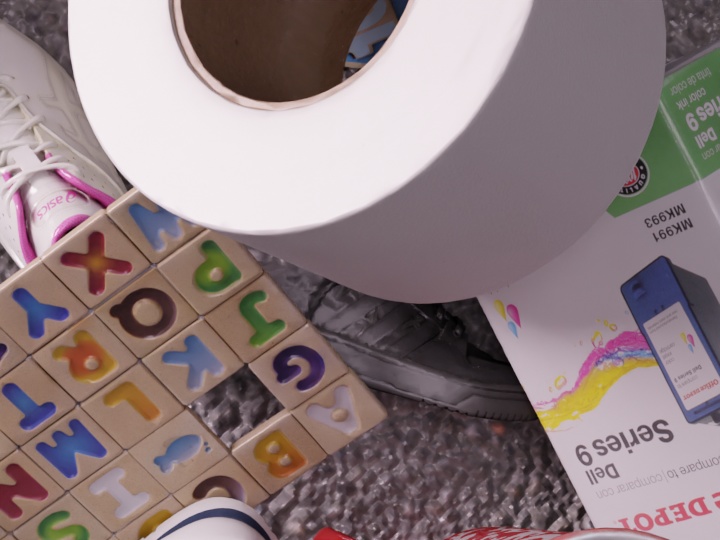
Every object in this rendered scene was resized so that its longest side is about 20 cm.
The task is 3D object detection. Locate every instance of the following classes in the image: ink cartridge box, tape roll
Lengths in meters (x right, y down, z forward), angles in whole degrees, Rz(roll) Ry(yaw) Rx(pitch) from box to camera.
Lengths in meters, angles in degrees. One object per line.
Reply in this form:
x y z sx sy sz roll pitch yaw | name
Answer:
0.142 0.018 0.811 0.087 0.145 0.201 -31 95 -43 | ink cartridge box
0.005 -0.098 0.715 0.202 0.139 0.204 -7 76 27 | tape roll

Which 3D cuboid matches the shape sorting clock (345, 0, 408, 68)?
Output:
0.013 -0.184 0.826 0.199 0.039 0.201 -2 121 -4 | shape sorting clock

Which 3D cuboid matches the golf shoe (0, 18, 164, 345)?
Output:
-0.142 -0.045 0.814 0.075 0.092 0.200 -37 91 -8 | golf shoe

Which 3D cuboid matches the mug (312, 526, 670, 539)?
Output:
0.067 0.153 0.780 0.133 0.200 0.178 -35 92 -9 | mug

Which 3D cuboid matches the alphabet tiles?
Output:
-0.112 0.067 0.794 0.200 0.008 0.167 -35 123 8 | alphabet tiles

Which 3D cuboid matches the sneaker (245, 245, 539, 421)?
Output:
0.000 0.000 0.849 0.199 0.060 0.105 14 89 -5 | sneaker

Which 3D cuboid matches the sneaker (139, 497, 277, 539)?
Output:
-0.118 0.181 0.797 0.200 0.081 0.076 -44 102 7 | sneaker
